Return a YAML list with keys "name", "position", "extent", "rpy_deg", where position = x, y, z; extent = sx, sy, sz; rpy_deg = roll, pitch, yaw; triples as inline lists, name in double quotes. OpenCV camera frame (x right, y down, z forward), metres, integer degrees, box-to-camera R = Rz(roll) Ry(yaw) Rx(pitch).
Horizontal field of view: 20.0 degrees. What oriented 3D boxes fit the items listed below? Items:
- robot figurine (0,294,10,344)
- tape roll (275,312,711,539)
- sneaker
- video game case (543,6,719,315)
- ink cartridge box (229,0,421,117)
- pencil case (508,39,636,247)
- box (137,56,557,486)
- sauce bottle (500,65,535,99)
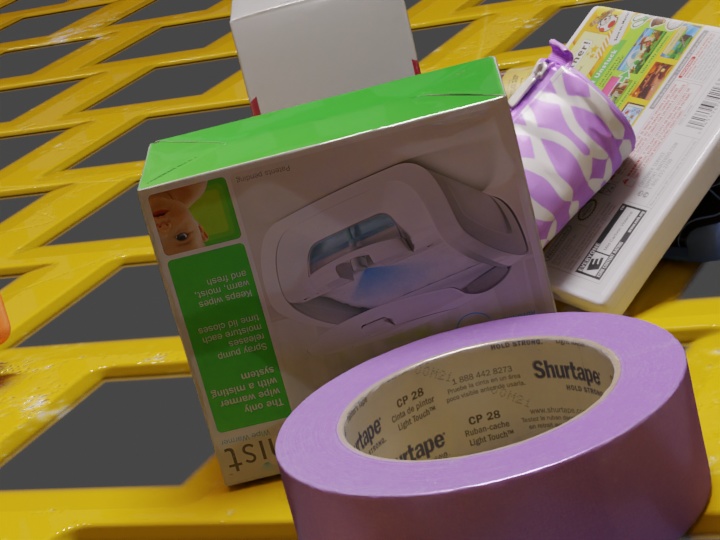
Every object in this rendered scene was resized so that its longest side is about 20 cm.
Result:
- name: "robot figurine"
  position: [-0.334, 0.043, 1.343]
  extent: [0.198, 0.117, 0.144]
  rpy_deg: [-19, 49, -12]
- name: "tape roll"
  position: [0.063, 0.088, 0.969]
  extent: [0.198, 0.066, 0.200]
  rpy_deg: [-13, 18, 4]
- name: "sneaker"
  position: [0.196, -0.060, 1.293]
  extent: [0.070, 0.079, 0.200]
  rpy_deg: [-20, 18, -18]
- name: "video game case"
  position: [0.153, -0.073, 1.271]
  extent: [0.201, 0.023, 0.182]
  rpy_deg: [-54, 35, -10]
- name: "ink cartridge box"
  position: [-0.025, -0.177, 1.723]
  extent: [0.143, 0.147, 0.200]
  rpy_deg: [-14, 17, 2]
- name: "pencil case"
  position: [0.076, -0.041, 1.210]
  extent: [0.200, 0.086, 0.084]
  rpy_deg: [-47, 41, -10]
- name: "box"
  position: [0.000, 0.000, 1.102]
  extent: [0.198, 0.178, 0.097]
  rpy_deg: [-13, 18, 4]
- name: "sauce bottle"
  position: [0.192, -0.129, 1.539]
  extent: [0.198, 0.067, 0.066]
  rpy_deg: [-3, 21, 27]
